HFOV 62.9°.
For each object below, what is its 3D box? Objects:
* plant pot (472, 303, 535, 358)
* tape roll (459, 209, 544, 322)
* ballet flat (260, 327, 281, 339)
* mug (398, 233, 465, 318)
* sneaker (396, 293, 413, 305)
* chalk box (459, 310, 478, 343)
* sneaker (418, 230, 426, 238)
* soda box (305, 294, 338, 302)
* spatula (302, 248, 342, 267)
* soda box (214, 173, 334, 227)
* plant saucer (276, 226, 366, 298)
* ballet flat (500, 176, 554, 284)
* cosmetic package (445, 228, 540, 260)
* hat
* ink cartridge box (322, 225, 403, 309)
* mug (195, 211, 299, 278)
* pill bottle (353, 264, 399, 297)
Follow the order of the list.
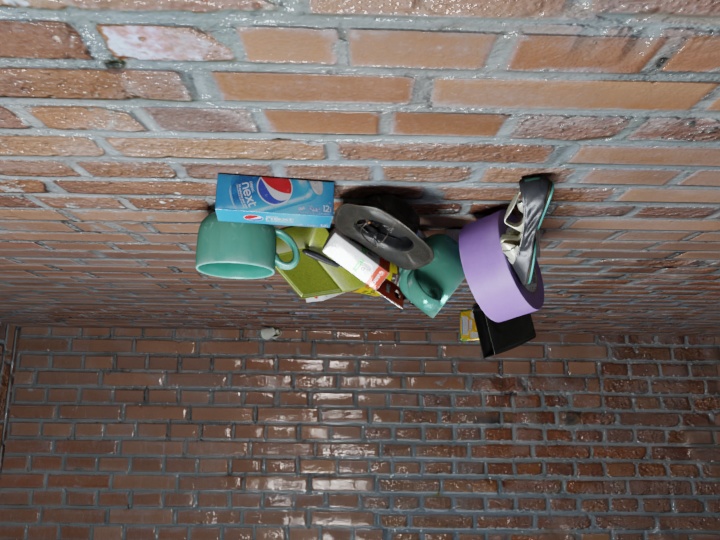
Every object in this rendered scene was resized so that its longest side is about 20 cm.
[{"bbox_3d":[0.536,0.203,2.188,0.175,0.203,0.200,-12,168,-3],"label":"plant pot"},{"bbox_3d":[0.274,-0.009,1.135,0.084,0.203,0.199,-23,157,31],"label":"tape roll"},{"bbox_3d":[-0.466,0.324,3.091,0.068,0.071,0.200,-2,172,12],"label":"ballet flat"},{"bbox_3d":[0.146,0.001,1.175,0.114,0.153,0.185,38,178,8],"label":"mug"},{"bbox_3d":[0.086,0.036,1.564,0.071,0.081,0.199,21,178,-42],"label":"sneaker"},{"bbox_3d":[0.488,0.243,2.490,0.122,0.126,0.200,-3,166,14],"label":"chalk box"},{"bbox_3d":[0.049,-0.057,1.273,0.197,0.075,0.082,-10,167,7],"label":"sneaker"},{"bbox_3d":[-0.055,0.024,1.505,0.068,0.065,0.199,-10,-174,43],"label":"soda box"},{"bbox_3d":[-0.030,-0.012,1.239,0.197,0.021,0.057,16,-161,-17],"label":"spatula"},{"bbox_3d":[-0.146,-0.118,1.012,0.197,0.065,0.068,2,167,-9],"label":"soda box"},{"bbox_3d":[-0.115,-0.008,1.313,0.198,0.048,0.201,-10,129,41],"label":"plant saucer"},{"bbox_3d":[0.277,-0.069,1.011,0.072,0.202,0.073,2,-147,-2],"label":"ballet flat"},{"bbox_3d":[0.286,-0.047,1.296,0.197,0.072,0.101,0,168,6],"label":"cosmetic package"},{"bbox_3d":[0.054,-0.087,1.079,0.198,0.082,0.201,23,158,10],"label":"hat"},{"bbox_3d":[0.020,-0.014,1.187,0.199,0.051,0.109,36,-163,-8],"label":"ink cartridge box"},{"bbox_3d":[-0.229,-0.053,1.161,0.183,0.116,0.151,11,164,-41],"label":"mug"},{"bbox_3d":[0.000,0.000,1.437,0.198,0.111,0.108,12,164,-42],"label":"pill bottle"}]
